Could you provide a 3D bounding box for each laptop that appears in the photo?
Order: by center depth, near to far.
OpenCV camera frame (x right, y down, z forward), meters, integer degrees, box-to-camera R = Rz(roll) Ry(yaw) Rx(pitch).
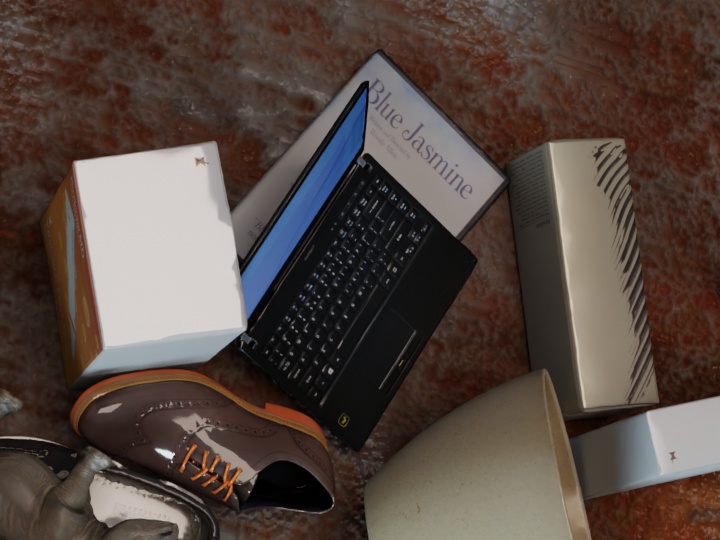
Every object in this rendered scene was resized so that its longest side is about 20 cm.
[{"bbox_3d":[0.000,0.000,1.663,0.200,0.103,0.178,43,69,-24],"label":"laptop"}]

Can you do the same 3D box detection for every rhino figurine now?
[{"bbox_3d":[-0.196,0.155,1.562,0.199,0.060,0.088,32,80,14],"label":"rhino figurine"}]

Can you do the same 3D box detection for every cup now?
[{"bbox_3d":[0.083,0.182,1.668,0.142,0.200,0.202,-14,84,7],"label":"cup"}]

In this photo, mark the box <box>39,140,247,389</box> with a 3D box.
[{"bbox_3d":[-0.148,0.001,1.595,0.097,0.200,0.125,-8,82,-15],"label":"box"}]

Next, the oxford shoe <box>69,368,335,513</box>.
[{"bbox_3d":[-0.102,0.121,1.634,0.199,0.073,0.072,13,119,-28],"label":"oxford shoe"}]

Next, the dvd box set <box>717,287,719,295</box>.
[{"bbox_3d":[0.383,-0.035,1.821,0.199,0.146,0.030,-30,89,-21],"label":"dvd box set"}]

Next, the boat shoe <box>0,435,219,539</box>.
[{"bbox_3d":[-0.191,0.159,1.628,0.199,0.060,0.074,20,79,-14],"label":"boat shoe"}]

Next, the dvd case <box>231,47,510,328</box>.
[{"bbox_3d":[0.002,-0.045,1.758,0.143,0.018,0.200,43,69,-7],"label":"dvd case"}]

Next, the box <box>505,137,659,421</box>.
[{"bbox_3d":[0.163,0.007,1.772,0.068,0.082,0.202,-4,83,-21],"label":"box"}]

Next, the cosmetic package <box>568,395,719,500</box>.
[{"bbox_3d":[0.269,0.118,1.750,0.198,0.151,0.052,-10,83,-21],"label":"cosmetic package"}]
